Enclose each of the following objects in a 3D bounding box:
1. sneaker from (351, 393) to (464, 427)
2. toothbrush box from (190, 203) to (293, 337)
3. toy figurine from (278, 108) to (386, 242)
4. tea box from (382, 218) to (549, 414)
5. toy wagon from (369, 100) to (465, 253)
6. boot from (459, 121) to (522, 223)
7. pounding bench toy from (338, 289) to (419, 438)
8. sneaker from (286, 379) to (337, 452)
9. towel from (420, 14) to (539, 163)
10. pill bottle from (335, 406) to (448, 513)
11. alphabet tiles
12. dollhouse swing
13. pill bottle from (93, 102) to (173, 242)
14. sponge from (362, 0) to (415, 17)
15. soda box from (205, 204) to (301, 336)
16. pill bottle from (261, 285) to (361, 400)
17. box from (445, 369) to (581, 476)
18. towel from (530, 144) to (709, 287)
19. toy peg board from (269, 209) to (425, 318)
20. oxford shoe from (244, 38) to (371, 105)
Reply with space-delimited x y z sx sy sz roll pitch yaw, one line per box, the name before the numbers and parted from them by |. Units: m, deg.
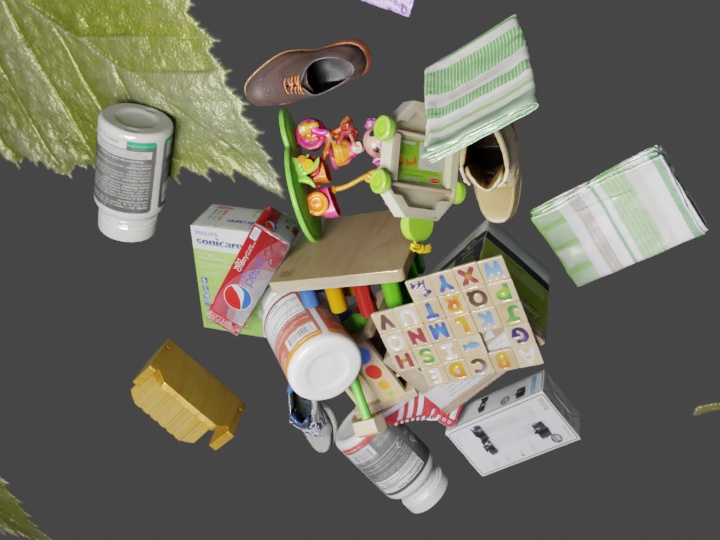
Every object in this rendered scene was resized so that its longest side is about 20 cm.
sneaker | 0.090 0.238 1.215 0.199 0.071 0.113 -33 113 -1
toothbrush box | -0.190 0.003 1.193 0.145 0.086 0.201 7 122 13
toy figurine | -0.006 -0.159 1.035 0.183 0.150 0.201 -13 91 10
tea box | 0.159 0.065 1.049 0.133 0.197 0.200 40 124 -8
toy wagon | 0.079 -0.125 0.972 0.039 0.155 0.201 9 94 51
boot | 0.175 -0.130 0.952 0.072 0.156 0.201 4 122 15
pounding bench toy | 0.006 0.148 1.147 0.124 0.200 0.156 -27 110 29
sneaker | -0.100 0.269 1.322 0.077 0.085 0.201 -4 119 20
towel | 0.140 -0.228 0.883 0.152 0.201 0.023 -25 128 28
pill bottle | 0.059 0.338 1.293 0.116 0.116 0.200 -35 105 31
alphabet tiles | 0.121 0.076 0.945 0.199 0.008 0.168 -16 113 24
dollhouse swing | -0.358 0.270 1.366 0.200 0.182 0.176 44 103 -11
pill bottle | -0.365 -0.153 1.141 0.113 0.113 0.201 21 123 5
sponge | -0.010 -0.415 0.920 0.199 0.030 0.112 21 124 5
soda box | -0.165 0.002 1.092 0.063 0.070 0.200 31 121 -6
pill bottle | -0.083 0.094 1.079 0.112 0.200 0.113 -11 122 -19
box | 0.258 0.263 1.217 0.200 0.060 0.117 -33 106 30
towel | 0.361 -0.068 1.006 0.199 0.031 0.149 -29 107 30
toy peg board | 0.000 0.000 1.060 0.198 0.200 0.098 -6 118 21
oxford shoe | -0.086 -0.273 1.002 0.199 0.073 0.071 -14 115 25
